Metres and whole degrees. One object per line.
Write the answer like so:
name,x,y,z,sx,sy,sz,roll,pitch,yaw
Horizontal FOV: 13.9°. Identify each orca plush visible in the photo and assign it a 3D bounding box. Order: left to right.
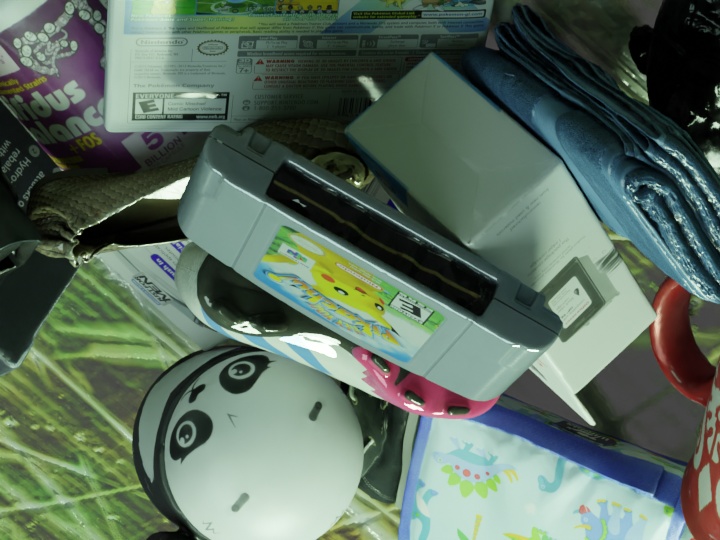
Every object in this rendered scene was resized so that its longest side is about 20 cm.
orca plush,0.180,-0.096,1.464,0.105,0.071,0.200,28,144,4

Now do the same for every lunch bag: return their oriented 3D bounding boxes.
lunch bag,0.116,0.148,1.751,0.170,0.128,0.200,20,153,14

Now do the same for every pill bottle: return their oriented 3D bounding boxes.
pill bottle,-0.162,-0.136,1.625,0.112,0.112,0.200,-13,126,44

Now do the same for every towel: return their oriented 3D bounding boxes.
towel,0.128,-0.058,1.484,0.112,0.049,0.200,52,176,-32

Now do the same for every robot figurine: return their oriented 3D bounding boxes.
robot figurine,-0.071,0.105,1.782,0.125,0.151,0.200,-4,-179,-14

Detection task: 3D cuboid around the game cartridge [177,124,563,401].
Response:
game cartridge,0.000,0.000,1.516,0.200,0.041,0.133,30,165,-1

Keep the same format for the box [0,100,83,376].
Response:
box,-0.248,-0.063,1.699,0.200,0.197,0.117,44,143,-17

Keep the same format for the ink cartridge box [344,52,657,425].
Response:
ink cartridge box,0.083,-0.014,1.574,0.116,0.067,0.200,43,174,38

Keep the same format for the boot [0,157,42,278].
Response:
boot,-0.234,-0.091,1.541,0.165,0.066,0.200,85,162,-84

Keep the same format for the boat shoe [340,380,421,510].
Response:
boat shoe,0.018,0.076,1.782,0.068,0.072,0.200,24,146,8

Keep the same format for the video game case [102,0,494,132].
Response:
video game case,-0.031,-0.137,1.527,0.200,0.022,0.182,-1,142,-8

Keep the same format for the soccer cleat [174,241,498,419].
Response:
soccer cleat,-0.013,0.025,1.659,0.200,0.070,0.086,23,179,-22

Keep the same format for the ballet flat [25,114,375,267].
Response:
ballet flat,-0.086,-0.038,1.590,0.200,0.046,0.067,-10,133,8

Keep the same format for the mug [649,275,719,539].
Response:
mug,0.226,0.055,1.565,0.177,0.134,0.200,18,139,14

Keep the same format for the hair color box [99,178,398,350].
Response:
hair color box,-0.061,-0.034,1.716,0.109,0.065,0.200,44,140,-18
